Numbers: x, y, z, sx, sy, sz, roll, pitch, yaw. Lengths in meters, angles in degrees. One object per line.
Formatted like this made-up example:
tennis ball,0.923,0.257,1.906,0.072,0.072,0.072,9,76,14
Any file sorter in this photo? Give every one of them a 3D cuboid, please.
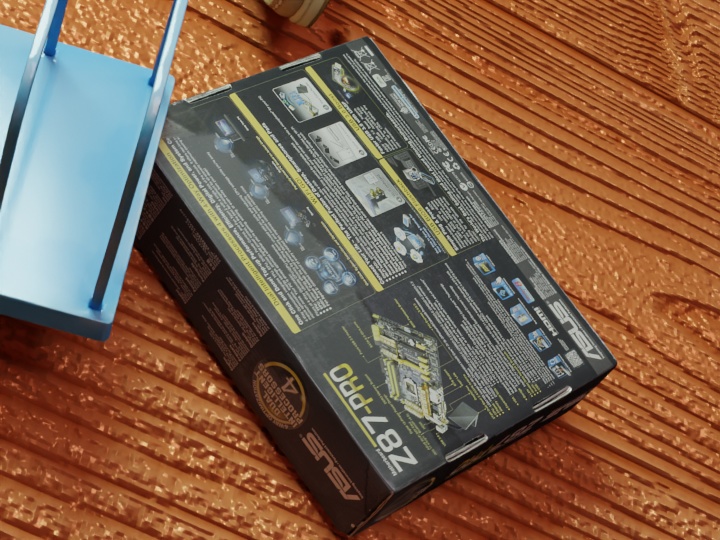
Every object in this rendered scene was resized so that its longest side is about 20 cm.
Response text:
file sorter,-0.169,-0.085,0.835,0.200,0.123,0.139,16,50,-8

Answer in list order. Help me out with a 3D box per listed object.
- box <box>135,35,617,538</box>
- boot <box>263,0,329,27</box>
box,0.000,0.000,0.972,0.161,0.049,0.200,-25,74,-45
boot,-0.082,-0.211,1.056,0.155,0.072,0.200,16,45,-26
